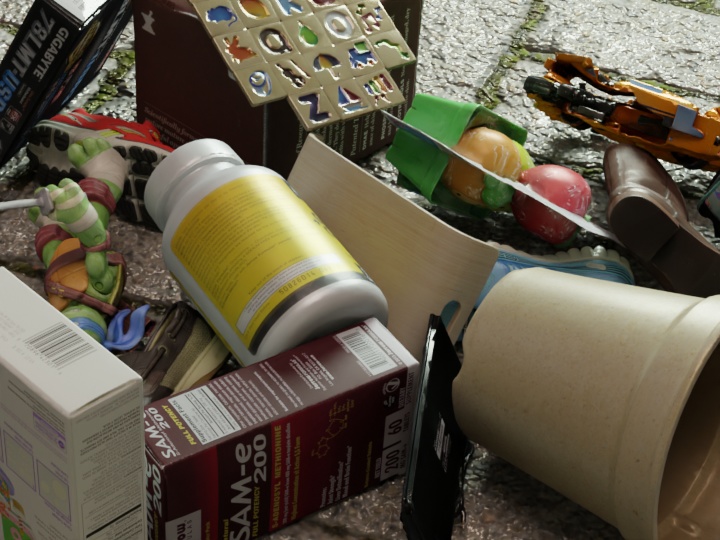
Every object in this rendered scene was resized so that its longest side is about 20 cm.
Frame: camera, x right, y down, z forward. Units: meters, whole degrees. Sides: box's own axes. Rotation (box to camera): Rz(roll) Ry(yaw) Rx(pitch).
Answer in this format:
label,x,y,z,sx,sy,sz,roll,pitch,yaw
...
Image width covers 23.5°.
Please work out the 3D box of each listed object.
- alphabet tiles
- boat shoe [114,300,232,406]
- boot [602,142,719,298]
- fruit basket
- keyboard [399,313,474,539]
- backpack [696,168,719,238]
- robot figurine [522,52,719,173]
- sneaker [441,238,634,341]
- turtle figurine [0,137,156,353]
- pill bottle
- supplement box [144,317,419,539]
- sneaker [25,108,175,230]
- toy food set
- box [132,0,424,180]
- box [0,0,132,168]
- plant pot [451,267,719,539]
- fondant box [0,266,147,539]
label,x,y,z,sx,sy,sz,roll,pitch,yaw
alphabet tiles,-0.052,-0.203,1.395,0.166,0.006,0.200,-20,70,-34
boat shoe,-0.160,0.090,1.226,0.065,0.073,0.200,42,34,-1
boot,0.267,-0.018,1.415,0.186,0.064,0.200,49,13,-7
fruit basket,0.124,-0.063,1.407,0.200,0.094,0.185,37,9,22
keyboard,0.043,0.128,1.190,0.040,0.104,0.200,-11,34,19
backpack,0.393,-0.086,1.401,0.176,0.200,0.153,-22,60,-31
robot figurine,0.240,-0.137,1.516,0.200,0.058,0.145,22,1,22
sneaker,0.124,0.030,1.332,0.200,0.078,0.090,-4,42,-10
turtle figurine,-0.250,-0.025,1.318,0.200,0.144,0.194,5,34,-5
pill bottle,-0.076,-0.006,1.265,0.112,0.112,0.200,-21,52,-28
supplement box,-0.060,0.118,1.179,0.200,0.109,0.061,-21,45,-26
sneaker,-0.188,-0.097,1.470,0.200,0.077,0.085,22,37,21
toy food set,0.000,0.000,1.316,0.200,0.144,0.060,35,14,37
box,-0.071,-0.184,1.514,0.166,0.164,0.200,32,47,30
box,-0.250,-0.202,1.496,0.050,0.200,0.199,38,40,-3
plant pot,0.172,0.086,1.189,0.183,0.201,0.200,19,40,33
fondant box,-0.201,0.117,1.094,0.058,0.200,0.144,-28,48,-36
